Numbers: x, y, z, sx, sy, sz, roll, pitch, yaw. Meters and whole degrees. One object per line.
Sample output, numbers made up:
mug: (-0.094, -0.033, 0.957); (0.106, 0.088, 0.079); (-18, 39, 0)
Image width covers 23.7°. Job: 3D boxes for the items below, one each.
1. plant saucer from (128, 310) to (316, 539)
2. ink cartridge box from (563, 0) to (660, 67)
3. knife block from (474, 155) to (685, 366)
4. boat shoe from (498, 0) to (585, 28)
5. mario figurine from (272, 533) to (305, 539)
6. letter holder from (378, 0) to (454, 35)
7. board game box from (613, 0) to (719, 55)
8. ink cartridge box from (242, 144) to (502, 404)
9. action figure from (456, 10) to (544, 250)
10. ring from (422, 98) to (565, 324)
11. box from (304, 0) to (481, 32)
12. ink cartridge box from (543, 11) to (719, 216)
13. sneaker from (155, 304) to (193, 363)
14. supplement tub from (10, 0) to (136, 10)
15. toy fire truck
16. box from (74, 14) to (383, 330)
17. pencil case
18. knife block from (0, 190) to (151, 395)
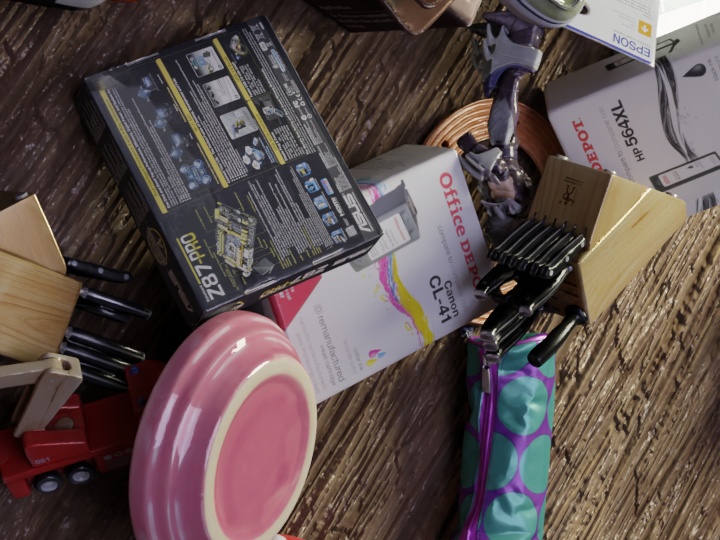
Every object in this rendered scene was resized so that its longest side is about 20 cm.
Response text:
plant saucer: (-0.091, 0.131, 1.254); (0.200, 0.051, 0.201); (-34, 131, -53)
ink cartridge box: (0.169, -0.283, 1.462); (0.196, 0.043, 0.201); (21, 63, -20)
knife block: (0.177, 0.002, 1.417); (0.200, 0.064, 0.176); (11, 98, -54)
boat shoe: (0.104, -0.241, 1.145); (0.072, 0.062, 0.200); (-50, 125, -20)
mario figurine: (-0.099, 0.277, 1.336); (0.199, 0.123, 0.106); (-23, 82, -27)
letter holder: (0.083, -0.278, 1.224); (0.142, 0.100, 0.200); (46, 70, -32)
board game box: (0.306, -0.233, 1.617); (0.147, 0.064, 0.201); (-21, 105, -32)
ink cartridge box: (0.000, 0.000, 1.393); (0.200, 0.086, 0.148); (-26, 108, -23)
action figure: (0.117, -0.112, 1.441); (0.069, 0.130, 0.201); (3, 86, 6)
ring: (0.115, -0.052, 1.522); (0.200, 0.019, 0.201); (-4, 97, -37)
box: (-0.002, -0.302, 1.323); (0.200, 0.166, 0.165); (30, 78, -35)
ink cartridge box: (0.281, -0.128, 1.525); (0.199, 0.084, 0.146); (-22, 112, 14)
sneaker: (-0.105, 0.106, 1.357); (0.087, 0.076, 0.201); (-12, 106, -48)
supplement tub: (-0.240, -0.248, 1.184); (0.199, 0.122, 0.123); (5, 91, -35)
toy fire truck: (-0.223, 0.098, 1.217); (0.199, 0.049, 0.141); (-17, 142, -4)
box: (-0.098, -0.077, 1.287); (0.161, 0.049, 0.200); (-24, 80, -27)
pencil case: (0.124, 0.152, 1.507); (0.092, 0.085, 0.201); (1, 93, -52)
knife block: (-0.254, 0.040, 1.235); (0.200, 0.064, 0.176); (-30, 110, -31)
